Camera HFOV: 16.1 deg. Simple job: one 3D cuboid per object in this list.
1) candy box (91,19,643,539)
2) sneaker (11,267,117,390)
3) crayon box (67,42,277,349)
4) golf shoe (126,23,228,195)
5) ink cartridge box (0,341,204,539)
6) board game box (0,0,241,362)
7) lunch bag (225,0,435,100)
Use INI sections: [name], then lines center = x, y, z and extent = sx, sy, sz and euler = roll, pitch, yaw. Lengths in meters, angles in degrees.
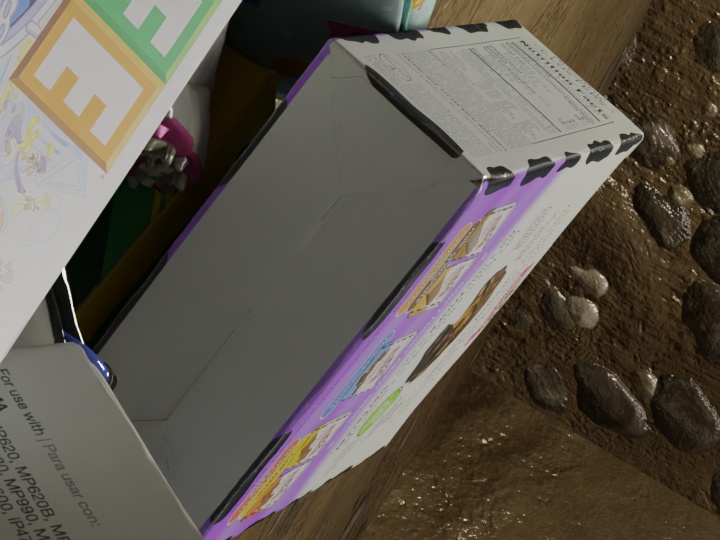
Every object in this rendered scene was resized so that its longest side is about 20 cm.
[candy box]
center = 0.000, 0.000, 0.889
extent = 0.168, 0.071, 0.200
euler = -51, 169, 18
[sneaker]
center = -0.126, 0.028, 0.621
extent = 0.200, 0.115, 0.081
euler = -59, 172, -12
[crayon box]
center = -0.101, 0.031, 0.931
extent = 0.173, 0.058, 0.201
euler = -53, 163, -31
[golf shoe]
center = -0.070, -0.096, 0.761
extent = 0.200, 0.075, 0.092
euler = 107, 0, -71
[ink cartridge box]
center = -0.144, 0.102, 0.542
extent = 0.199, 0.084, 0.145
euler = -8, 136, -38
[board game box]
center = -0.071, -0.098, 0.514
extent = 0.134, 0.034, 0.201
euler = 46, 69, -41
[lunch bag]
center = 0.005, -0.154, 0.892
extent = 0.200, 0.077, 0.161
euler = 105, 3, -70
